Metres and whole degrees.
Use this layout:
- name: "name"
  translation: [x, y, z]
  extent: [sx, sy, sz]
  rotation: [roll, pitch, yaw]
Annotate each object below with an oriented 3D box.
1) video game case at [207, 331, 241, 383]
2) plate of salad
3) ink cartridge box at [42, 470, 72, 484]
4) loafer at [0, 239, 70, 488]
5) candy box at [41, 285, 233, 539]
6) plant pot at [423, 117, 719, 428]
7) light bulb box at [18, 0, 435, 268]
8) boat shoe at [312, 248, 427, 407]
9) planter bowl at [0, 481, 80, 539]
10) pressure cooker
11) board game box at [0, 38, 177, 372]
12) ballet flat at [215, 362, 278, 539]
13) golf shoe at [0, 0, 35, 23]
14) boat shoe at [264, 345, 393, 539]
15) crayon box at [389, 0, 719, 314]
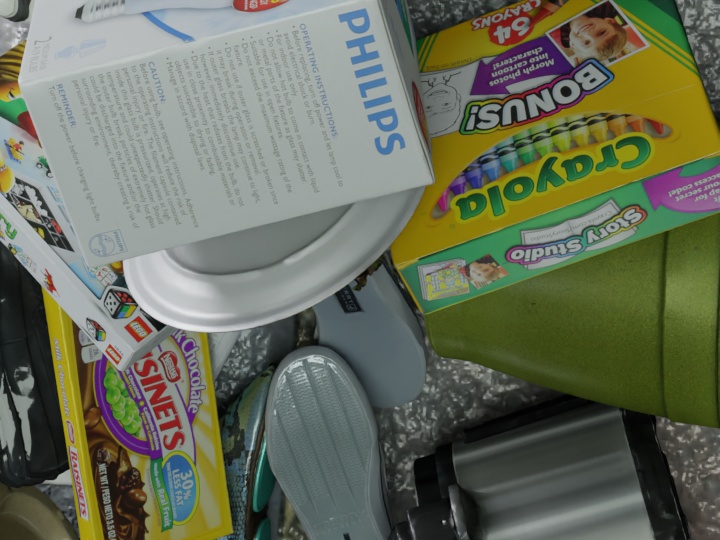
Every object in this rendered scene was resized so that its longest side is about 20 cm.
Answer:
- name: "video game case"
  translation: [-0.171, 0.024, 1.529]
  extent: [0.182, 0.022, 0.200]
  rotation: [27, 105, -7]
- name: "plate of salad"
  translation: [-0.047, -0.034, 1.392]
  extent: [0.200, 0.200, 0.048]
  rotation: [-23, 130, 9]
- name: "ink cartridge box"
  translation: [-0.205, 0.042, 1.569]
  extent: [0.176, 0.045, 0.200]
  rotation: [2, 106, 1]
- name: "loafer"
  translation: [-0.214, 0.037, 1.494]
  extent: [0.070, 0.068, 0.201]
  rotation: [-15, 106, -31]
- name: "candy box"
  translation: [-0.139, 0.087, 1.497]
  extent: [0.102, 0.026, 0.200]
  rotation: [-18, 110, -32]
- name: "plant pot"
  translation: [0.143, -0.003, 1.478]
  extent: [0.193, 0.200, 0.201]
  rotation: [3, 106, 14]
- name: "light bulb box"
  translation: [-0.073, -0.121, 1.343]
  extent: [0.200, 0.198, 0.125]
  rotation: [-14, 121, 6]
- name: "boat shoe"
  translation: [-0.005, 0.000, 1.532]
  extent: [0.075, 0.086, 0.202]
  rotation: [-10, 136, 19]
- name: "planter bowl"
  translation: [-0.255, 0.214, 1.531]
  extent: [0.135, 0.200, 0.200]
  rotation: [-30, 103, 17]
- name: "pressure cooker"
  translation: [0.113, 0.183, 1.526]
  extent: [0.200, 0.179, 0.176]
  rotation: [-17, 107, 6]
- name: "board game box"
  translation: [-0.166, -0.049, 1.453]
  extent: [0.200, 0.126, 0.035]
  rotation: [47, 146, 5]
- name: "ballet flat"
  translation: [-0.089, 0.155, 1.585]
  extent: [0.074, 0.074, 0.200]
  rotation: [6, 104, 1]
- name: "golf shoe"
  translation: [-0.177, -0.243, 1.475]
  extent: [0.092, 0.073, 0.200]
  rotation: [30, 115, -12]
- name: "boat shoe"
  translation: [-0.020, 0.133, 1.566]
  extent: [0.073, 0.067, 0.200]
  rotation: [-9, 114, 1]
- name: "crayon box"
  translation: [0.107, -0.083, 1.405]
  extent: [0.200, 0.173, 0.058]
  rotation: [-20, 137, 10]
